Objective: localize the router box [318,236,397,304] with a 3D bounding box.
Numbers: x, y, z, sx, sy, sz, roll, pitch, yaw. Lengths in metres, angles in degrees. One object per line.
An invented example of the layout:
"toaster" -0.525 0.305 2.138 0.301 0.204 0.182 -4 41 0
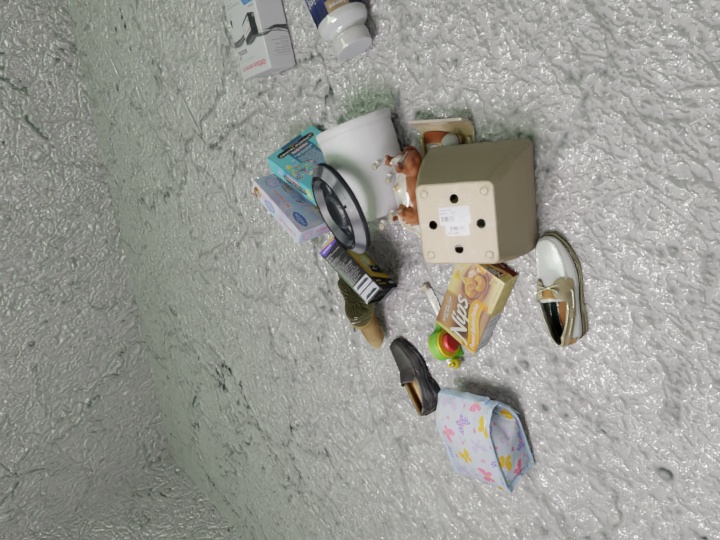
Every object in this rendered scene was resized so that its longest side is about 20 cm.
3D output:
"router box" 0.000 0.000 1.325 0.157 0.200 0.052 46 100 10

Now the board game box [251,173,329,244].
"board game box" -0.131 -0.172 1.402 0.200 0.197 0.042 47 140 24

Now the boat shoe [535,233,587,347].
"boat shoe" 0.352 0.037 1.022 0.074 0.068 0.204 -11 99 52

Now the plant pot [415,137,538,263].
"plant pot" 0.193 -0.105 1.006 0.196 0.177 0.205 1 112 28

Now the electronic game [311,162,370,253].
"electronic game" -0.042 -0.126 1.178 0.201 0.041 0.201 52 162 24

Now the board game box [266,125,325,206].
"board game box" -0.105 -0.250 1.365 0.199 0.150 0.047 38 157 33

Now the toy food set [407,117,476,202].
"toy food set" 0.161 -0.199 1.140 0.142 0.060 0.205 12 117 47

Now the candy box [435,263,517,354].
"candy box" 0.236 0.061 1.189 0.115 0.055 0.203 41 137 30

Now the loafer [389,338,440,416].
"loafer" 0.127 0.262 1.416 0.202 0.071 0.073 55 143 16

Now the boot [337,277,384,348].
"boot" 0.018 0.125 1.395 0.177 0.065 0.202 -109 -5 -46

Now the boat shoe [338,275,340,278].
"boat shoe" -0.043 -0.022 1.483 0.056 0.066 0.204 8 118 43

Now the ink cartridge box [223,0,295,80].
"ink cartridge box" -0.252 -0.594 1.423 0.143 0.083 0.205 4 112 49

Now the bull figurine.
"bull figurine" 0.093 -0.141 1.141 0.065 0.119 0.205 -1 101 55

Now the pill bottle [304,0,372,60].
"pill bottle" -0.052 -0.547 1.178 0.110 0.110 0.204 -25 89 53

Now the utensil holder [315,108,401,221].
"utensil holder" 0.015 -0.218 1.225 0.168 0.168 0.204 -9 104 52

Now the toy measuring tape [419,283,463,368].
"toy measuring tape" 0.171 0.133 1.296 0.073 0.073 0.203 -29 86 53

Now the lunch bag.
"lunch bag" 0.266 0.352 1.252 0.168 0.126 0.203 -3 116 53
